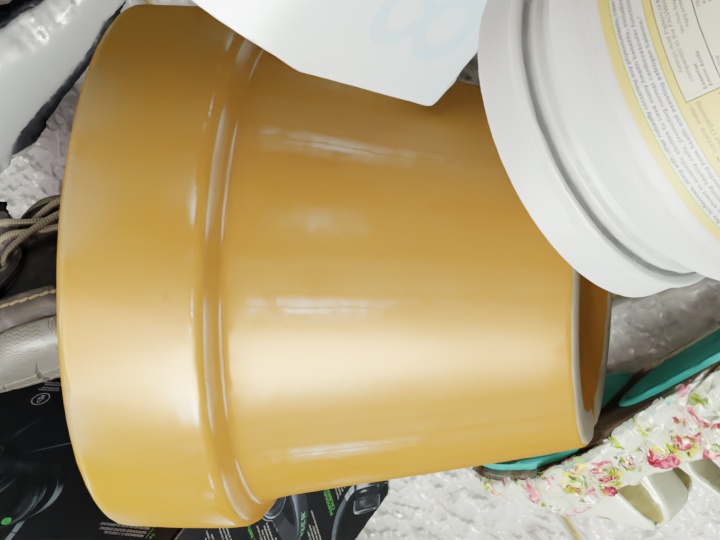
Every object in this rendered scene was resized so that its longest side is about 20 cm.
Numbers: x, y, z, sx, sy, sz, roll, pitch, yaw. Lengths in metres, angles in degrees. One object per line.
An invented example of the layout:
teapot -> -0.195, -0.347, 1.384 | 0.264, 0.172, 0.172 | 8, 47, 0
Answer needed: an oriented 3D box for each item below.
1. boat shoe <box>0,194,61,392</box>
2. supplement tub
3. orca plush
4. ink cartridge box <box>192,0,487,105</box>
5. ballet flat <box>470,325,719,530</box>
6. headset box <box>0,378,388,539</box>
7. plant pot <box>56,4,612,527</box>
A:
boat shoe -> -0.129, 0.006, 1.192 | 0.074, 0.200, 0.074 | -15, 91, -1
supplement tub -> 0.153, -0.081, 0.953 | 0.199, 0.146, 0.146 | -23, 109, 34
orca plush -> -0.176, -0.082, 1.197 | 0.105, 0.071, 0.200 | 27, 107, -40
ink cartridge box -> 0.000, -0.141, 0.960 | 0.160, 0.199, 0.047 | -50, 56, 24
ballet flat -> 0.119, 0.068, 1.141 | 0.064, 0.076, 0.200 | 53, 142, -8
headset box -> -0.113, 0.115, 1.243 | 0.173, 0.200, 0.093 | 1, 123, 30
plant pot -> 0.000, 0.000, 1.107 | 0.182, 0.201, 0.201 | 1, 126, 12
